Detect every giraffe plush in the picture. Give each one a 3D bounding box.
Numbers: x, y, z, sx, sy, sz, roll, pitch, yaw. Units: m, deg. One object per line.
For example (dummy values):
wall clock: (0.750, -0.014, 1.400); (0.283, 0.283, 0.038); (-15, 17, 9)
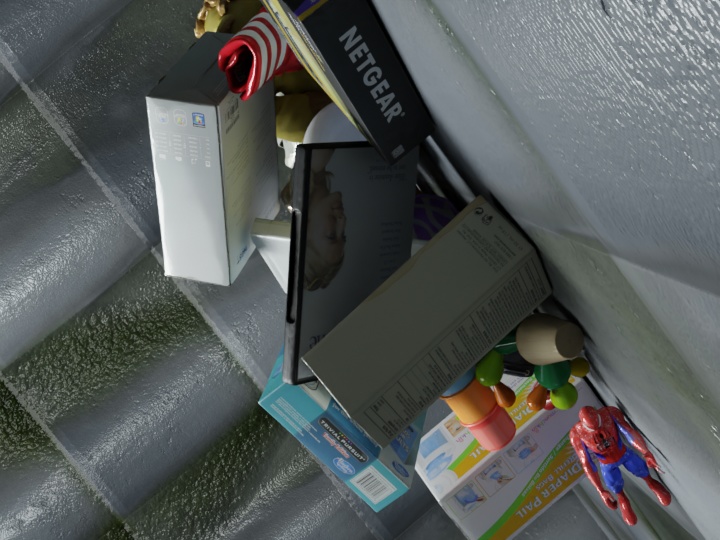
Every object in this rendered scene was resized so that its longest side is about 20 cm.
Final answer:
giraffe plush: (-0.117, -0.243, 1.383); (0.163, 0.198, 0.173); (97, 151, -44)

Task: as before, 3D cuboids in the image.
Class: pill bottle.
pill bottle: (-0.013, -0.092, 1.265); (0.112, 0.112, 0.200); (52, 167, 3)

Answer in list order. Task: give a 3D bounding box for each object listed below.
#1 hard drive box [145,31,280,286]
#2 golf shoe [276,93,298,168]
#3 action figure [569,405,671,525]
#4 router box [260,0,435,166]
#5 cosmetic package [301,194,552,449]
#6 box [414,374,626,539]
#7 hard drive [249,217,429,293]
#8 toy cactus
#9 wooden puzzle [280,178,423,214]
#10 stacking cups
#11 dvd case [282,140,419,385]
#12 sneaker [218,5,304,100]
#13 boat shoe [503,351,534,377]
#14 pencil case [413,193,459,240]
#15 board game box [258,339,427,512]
hard drive box: (-0.142, -0.113, 1.273); (0.156, 0.076, 0.202); (-63, -23, -54)
golf shoe: (-0.087, -0.202, 1.551); (0.077, 0.098, 0.201); (17, -149, -24)
action figure: (0.263, 0.204, 1.242); (0.200, 0.065, 0.099); (52, -172, -42)
router box: (-0.029, -0.195, 1.011); (0.158, 0.052, 0.200); (52, 179, 35)
cosmetic package: (0.058, 0.045, 1.051); (0.073, 0.200, 0.104); (48, 177, 28)
box: (0.166, 0.189, 1.363); (0.102, 0.199, 0.113); (51, 178, -27)
hard drive: (0.000, 0.000, 1.279); (0.197, 0.027, 0.132); (9, 154, 21)
toy cactus: (0.152, 0.057, 1.156); (0.201, 0.102, 0.165); (55, 160, -15)
wooden puzzle: (0.013, -0.074, 1.445); (0.046, 0.201, 0.186); (-18, 119, 41)
stacking cups: (0.083, 0.090, 1.230); (0.201, 0.060, 0.061); (53, 179, -23)
dvd case: (-0.007, -0.010, 1.090); (0.017, 0.203, 0.142); (14, -165, 41)
sneaker: (-0.084, -0.213, 1.203); (0.079, 0.115, 0.200); (53, 178, 6)
boat shoe: (0.093, 0.080, 1.316); (0.075, 0.197, 0.063); (-93, 6, -74)
pencil case: (0.080, 0.010, 1.359); (0.085, 0.084, 0.201); (26, 148, 29)
board game box: (-0.005, 0.102, 1.187); (0.151, 0.047, 0.201); (44, -151, -15)
